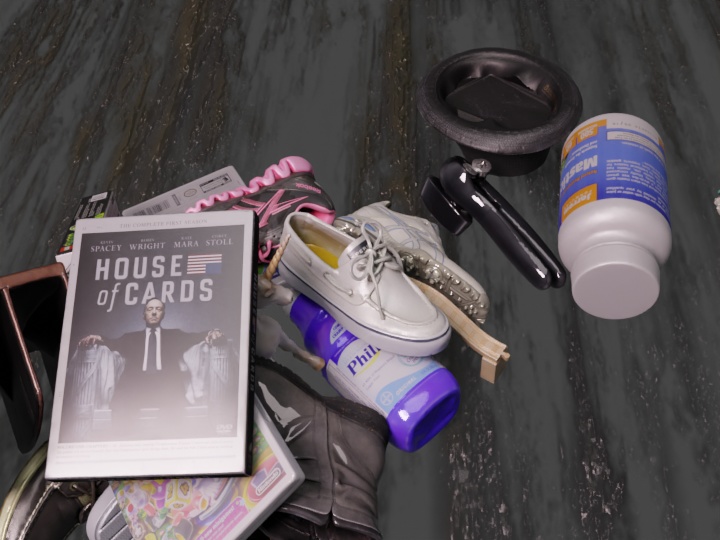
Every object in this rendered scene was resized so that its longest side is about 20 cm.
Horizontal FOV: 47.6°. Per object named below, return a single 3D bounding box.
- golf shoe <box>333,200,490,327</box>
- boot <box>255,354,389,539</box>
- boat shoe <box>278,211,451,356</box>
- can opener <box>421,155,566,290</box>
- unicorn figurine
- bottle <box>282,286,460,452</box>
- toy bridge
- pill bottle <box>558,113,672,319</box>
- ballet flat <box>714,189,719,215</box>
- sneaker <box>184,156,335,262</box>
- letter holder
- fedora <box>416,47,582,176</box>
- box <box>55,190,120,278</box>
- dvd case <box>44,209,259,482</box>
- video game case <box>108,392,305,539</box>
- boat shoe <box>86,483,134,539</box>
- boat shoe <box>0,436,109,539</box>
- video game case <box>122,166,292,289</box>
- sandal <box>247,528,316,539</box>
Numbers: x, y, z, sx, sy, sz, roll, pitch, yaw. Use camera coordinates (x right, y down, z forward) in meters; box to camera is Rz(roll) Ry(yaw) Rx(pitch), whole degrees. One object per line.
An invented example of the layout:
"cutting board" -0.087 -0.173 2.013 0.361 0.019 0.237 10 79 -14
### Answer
"golf shoe" 0.066 -0.019 0.852 0.198 0.079 0.097 33 53 28
"boot" -0.068 0.145 0.648 0.196 0.071 0.133 17 34 -3
"boat shoe" 0.003 -0.002 0.750 0.201 0.087 0.074 33 45 32
"can opener" 0.149 -0.053 0.884 0.063 0.079 0.200 -17 52 -40
"unicorn figurine" -0.094 0.054 0.727 0.198 0.137 0.075 -11 47 44
"bottle" 0.003 0.080 0.774 0.083 0.066 0.199 -35 55 -22
"toy bridge" 0.059 0.042 0.801 0.198 0.068 0.027 26 55 25
"pill bottle" 0.258 -0.055 0.835 0.110 0.113 0.202 6 49 10
"ballet flat" 0.475 -0.082 0.880 0.196 0.072 0.072 -19 49 -8
"sneaker" -0.110 -0.038 0.847 0.198 0.080 0.096 -34 66 -20
"letter holder" -0.291 0.106 0.697 0.099 0.200 0.144 -17 76 -31
"fedora" 0.160 -0.175 0.961 0.196 0.093 0.203 -4 46 4
"box" -0.246 0.002 0.785 0.034 0.112 0.200 -14 21 -8
"dvd case" -0.152 0.053 0.616 0.147 0.025 0.204 -3 69 4
"video game case" -0.142 0.130 0.639 0.143 0.018 0.201 -45 57 9
"boat shoe" -0.161 0.167 0.726 0.061 0.073 0.199 12 42 45
"boat shoe" -0.241 0.175 0.714 0.065 0.073 0.203 7 46 18
"video game case" -0.168 -0.027 0.906 0.141 0.018 0.201 -25 51 -16
"sandal" -0.082 0.202 0.674 0.196 0.055 0.083 -2 52 -13
